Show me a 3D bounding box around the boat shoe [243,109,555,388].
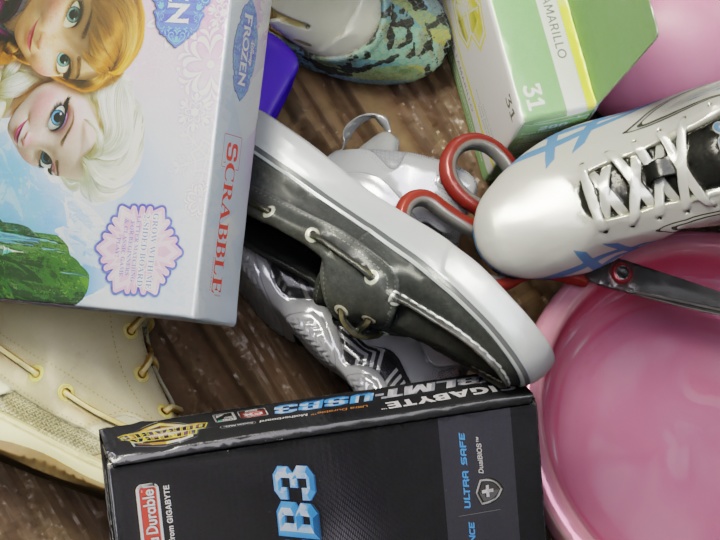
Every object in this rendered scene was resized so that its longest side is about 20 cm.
[{"bbox_3d":[0.000,0.000,1.228,0.200,0.069,0.057,37,76,22],"label":"boat shoe"}]

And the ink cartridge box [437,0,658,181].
[{"bbox_3d":[0.078,-0.140,1.271,0.048,0.200,0.146,-13,78,-11],"label":"ink cartridge box"}]

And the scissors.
[{"bbox_3d":[0.110,0.004,1.280,0.200,0.014,0.073,31,67,-7],"label":"scissors"}]

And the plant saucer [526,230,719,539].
[{"bbox_3d":[0.166,0.082,1.297,0.200,0.051,0.201,5,67,-12],"label":"plant saucer"}]

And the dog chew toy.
[{"bbox_3d":[0.154,-0.124,1.323,0.124,0.125,0.201,-8,86,-9],"label":"dog chew toy"}]

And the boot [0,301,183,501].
[{"bbox_3d":[-0.105,0.032,1.276,0.199,0.073,0.156,20,80,4],"label":"boot"}]

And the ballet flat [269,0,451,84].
[{"bbox_3d":[-0.050,-0.147,1.322,0.199,0.074,0.074,26,76,4],"label":"ballet flat"}]

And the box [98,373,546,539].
[{"bbox_3d":[-0.012,0.157,1.231,0.198,0.050,0.201,-7,107,-11],"label":"box"}]

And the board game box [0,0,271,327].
[{"bbox_3d":[-0.140,-0.083,1.219,0.199,0.041,0.201,4,87,26],"label":"board game box"}]

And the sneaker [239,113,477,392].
[{"bbox_3d":[0.029,0.018,1.295,0.115,0.075,0.200,-42,83,-11],"label":"sneaker"}]

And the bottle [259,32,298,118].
[{"bbox_3d":[-0.132,-0.114,1.309,0.199,0.065,0.084,27,74,0],"label":"bottle"}]

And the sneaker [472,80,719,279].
[{"bbox_3d":[0.146,-0.049,1.242,0.199,0.072,0.072,-18,81,2],"label":"sneaker"}]
